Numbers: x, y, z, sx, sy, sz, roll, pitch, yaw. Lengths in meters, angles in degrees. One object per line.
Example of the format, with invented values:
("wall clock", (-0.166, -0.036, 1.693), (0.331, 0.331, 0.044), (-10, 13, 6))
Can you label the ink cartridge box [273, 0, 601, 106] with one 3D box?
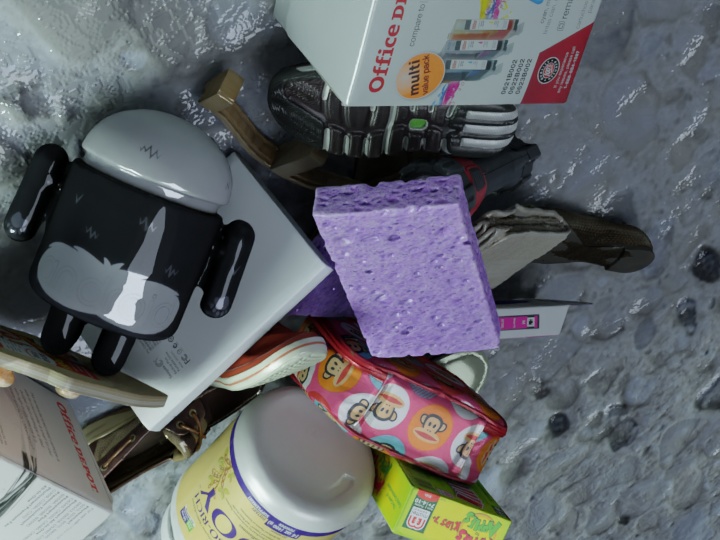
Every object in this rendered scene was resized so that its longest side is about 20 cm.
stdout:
("ink cartridge box", (0.059, -0.218, 0.958), (0.200, 0.145, 0.146), (-5, 129, -27))

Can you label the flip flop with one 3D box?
("flip flop", (0.019, -0.061, 1.135), (0.081, 0.058, 0.200), (16, 117, -40))

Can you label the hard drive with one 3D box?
("hard drive", (-0.135, 0.017, 1.057), (0.200, 0.132, 0.027), (-43, 159, 9))

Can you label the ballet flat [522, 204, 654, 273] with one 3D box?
("ballet flat", (0.217, -0.038, 1.297), (0.200, 0.046, 0.067), (9, 144, -30))

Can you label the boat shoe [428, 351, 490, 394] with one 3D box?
("boat shoe", (0.045, 0.143, 1.334), (0.201, 0.061, 0.072), (-39, 109, 2))

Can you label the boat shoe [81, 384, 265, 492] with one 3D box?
("boat shoe", (-0.171, 0.149, 1.191), (0.200, 0.072, 0.072), (-25, 137, -12))

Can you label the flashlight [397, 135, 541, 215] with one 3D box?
("flashlight", (0.091, -0.077, 1.101), (0.200, 0.068, 0.068), (-30, 146, -64))

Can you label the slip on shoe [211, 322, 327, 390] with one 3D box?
("slip on shoe", (-0.092, 0.065, 1.096), (0.074, 0.200, 0.061), (-17, 95, -27))

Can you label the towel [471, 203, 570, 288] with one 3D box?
("towel", (0.108, -0.011, 1.166), (0.132, 0.035, 0.200), (-35, 166, 22))

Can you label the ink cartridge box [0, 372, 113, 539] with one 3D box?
("ink cartridge box", (-0.311, 0.139, 1.041), (0.084, 0.146, 0.200), (-41, 137, 5))

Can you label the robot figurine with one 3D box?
("robot figurine", (-0.176, -0.024, 0.979), (0.150, 0.125, 0.200), (18, 97, -46))

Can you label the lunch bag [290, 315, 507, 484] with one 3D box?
("lunch bag", (0.027, 0.112, 1.210), (0.200, 0.176, 0.082), (29, 95, -24))

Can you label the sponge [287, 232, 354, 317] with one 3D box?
("sponge", (0.000, 0.000, 1.136), (0.112, 0.030, 0.200), (-39, 158, 24))

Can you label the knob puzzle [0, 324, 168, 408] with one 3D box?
("knob puzzle", (-0.243, 0.077, 0.975), (0.219, 0.219, 0.031), (24, 86, -43))

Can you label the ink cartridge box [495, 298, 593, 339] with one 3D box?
("ink cartridge box", (0.126, 0.048, 1.273), (0.200, 0.095, 0.037), (-4, 94, -31))

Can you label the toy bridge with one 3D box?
("toy bridge", (-0.049, -0.095, 1.052), (0.200, 0.067, 0.027), (31, 65, -28))

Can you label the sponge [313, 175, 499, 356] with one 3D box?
("sponge", (0.042, 0.003, 1.019), (0.111, 0.030, 0.200), (-5, 143, 13))

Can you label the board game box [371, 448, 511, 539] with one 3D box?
("board game box", (0.060, 0.202, 1.214), (0.101, 0.200, 0.048), (22, 97, -16))

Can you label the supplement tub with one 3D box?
("supplement tub", (-0.093, 0.217, 1.221), (0.145, 0.146, 0.200), (6, 142, -35))

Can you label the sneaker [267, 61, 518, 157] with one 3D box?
("sneaker", (0.022, -0.148, 1.037), (0.200, 0.116, 0.076), (8, 127, -11))
